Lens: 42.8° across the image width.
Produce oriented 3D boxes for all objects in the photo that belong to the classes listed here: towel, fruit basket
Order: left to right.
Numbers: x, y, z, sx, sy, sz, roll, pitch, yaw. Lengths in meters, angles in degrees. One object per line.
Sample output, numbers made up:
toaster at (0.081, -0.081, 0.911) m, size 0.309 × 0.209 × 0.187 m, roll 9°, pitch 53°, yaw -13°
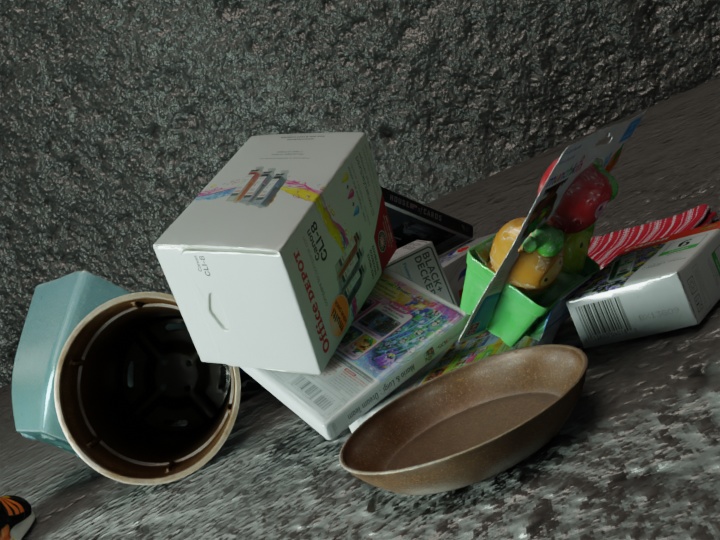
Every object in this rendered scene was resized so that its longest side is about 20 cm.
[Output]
fruit basket at (0.174, -0.035, 0.796) m, size 0.184 × 0.094 × 0.202 m, roll -25°, pitch -28°, yaw -51°
towel at (0.298, -0.024, 1.072) m, size 0.198 × 0.023 × 0.144 m, roll -17°, pitch 10°, yaw 46°

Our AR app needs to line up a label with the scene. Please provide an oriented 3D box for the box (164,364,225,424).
box at (-0.257, 0.172, 1.386) m, size 0.192 × 0.048 × 0.199 m, roll -21°, pitch 8°, yaw 47°

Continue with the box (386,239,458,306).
box at (0.009, 0.058, 1.031) m, size 0.197 × 0.119 × 0.060 m, roll -24°, pitch 7°, yaw -10°

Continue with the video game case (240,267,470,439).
video game case at (-0.019, 0.063, 0.905) m, size 0.181 × 0.024 × 0.199 m, roll -35°, pitch 36°, yaw -22°

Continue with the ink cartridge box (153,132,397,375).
ink cartridge box at (-0.075, -0.021, 0.898) m, size 0.142 × 0.147 × 0.201 m, roll 3°, pitch 39°, yaw 27°

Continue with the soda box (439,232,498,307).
soda box at (0.117, 0.018, 1.195) m, size 0.199 × 0.064 × 0.068 m, roll -29°, pitch 9°, yaw -40°

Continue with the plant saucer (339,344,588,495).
plant saucer at (0.080, 0.114, 0.682) m, size 0.197 × 0.037 × 0.200 m, roll -24°, pitch 6°, yaw 2°

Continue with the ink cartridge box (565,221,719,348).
ink cartridge box at (0.277, -0.001, 0.823) m, size 0.108 × 0.051 × 0.199 m, roll -19°, pitch 9°, yaw 43°

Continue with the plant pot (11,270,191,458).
plant pot at (-0.356, 0.143, 1.229) m, size 0.195 × 0.194 × 0.203 m, roll -11°, pitch 56°, yaw 52°

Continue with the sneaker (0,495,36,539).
sneaker at (-0.413, 0.263, 1.015) m, size 0.069 × 0.091 × 0.200 m, roll -24°, pitch 7°, yaw -12°

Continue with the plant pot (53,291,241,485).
plant pot at (-0.227, 0.127, 1.065) m, size 0.197 × 0.203 × 0.198 m, roll -23°, pitch -1°, yaw -2°

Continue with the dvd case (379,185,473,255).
dvd case at (0.034, -0.059, 1.263) m, size 0.197 × 0.025 × 0.149 m, roll 19°, pitch -29°, yaw -31°

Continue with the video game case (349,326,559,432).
video game case at (0.099, 0.089, 0.884) m, size 0.179 × 0.023 × 0.200 m, roll -21°, pitch 6°, yaw 24°

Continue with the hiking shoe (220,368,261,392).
hiking shoe at (-0.127, 0.103, 1.282) m, size 0.198 × 0.088 × 0.074 m, roll -28°, pitch 8°, yaw -36°
